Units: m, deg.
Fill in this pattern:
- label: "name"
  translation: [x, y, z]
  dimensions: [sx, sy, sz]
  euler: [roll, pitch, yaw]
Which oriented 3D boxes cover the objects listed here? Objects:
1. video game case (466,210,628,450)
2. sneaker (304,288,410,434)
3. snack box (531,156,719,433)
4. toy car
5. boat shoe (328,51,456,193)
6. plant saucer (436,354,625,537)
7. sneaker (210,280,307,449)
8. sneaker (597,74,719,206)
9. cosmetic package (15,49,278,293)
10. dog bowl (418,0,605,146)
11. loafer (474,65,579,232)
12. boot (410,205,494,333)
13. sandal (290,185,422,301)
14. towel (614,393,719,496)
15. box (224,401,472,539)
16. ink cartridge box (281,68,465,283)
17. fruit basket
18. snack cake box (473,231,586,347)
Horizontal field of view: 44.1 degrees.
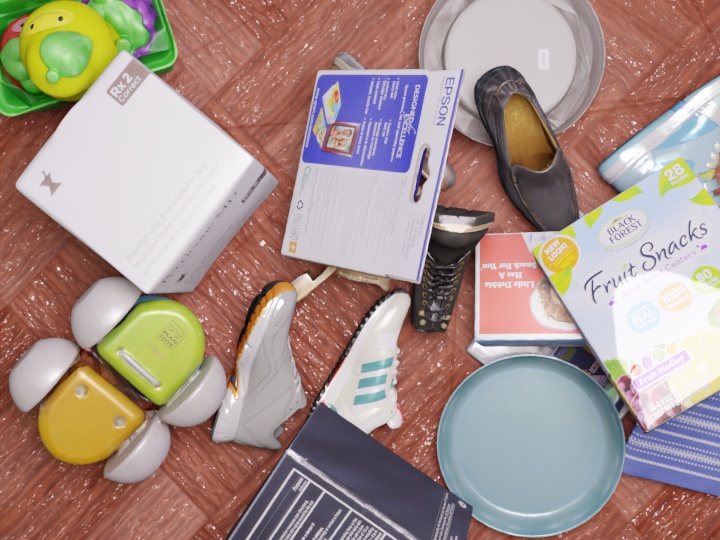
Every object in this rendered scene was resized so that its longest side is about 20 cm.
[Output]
- label: "video game case"
  translation: [0.246, 0.064, 0.980]
  dimensions: [0.182, 0.023, 0.201]
  euler: [37, 88, 2]
- label: "sneaker"
  translation: [0.017, 0.119, 0.962]
  dimensions: [0.093, 0.070, 0.201]
  euler: [31, 94, -1]
- label: "snack box"
  translation: [0.284, 0.024, 0.834]
  dimensions: [0.168, 0.068, 0.201]
  euler: [-33, 70, 7]
- label: "toy car"
  translation: [-0.246, 0.105, 0.929]
  dimensions: [0.200, 0.150, 0.175]
  euler: [-44, 105, 4]
- label: "boat shoe"
  translation: [0.025, -0.149, 0.961]
  dimensions: [0.072, 0.076, 0.200]
  euler: [-44, 68, 9]
- label: "plant saucer"
  translation: [0.182, 0.187, 0.960]
  dimensions: [0.198, 0.027, 0.202]
  euler: [1, 96, 8]
- label: "sneaker"
  translation: [-0.092, 0.105, 0.953]
  dimensions: [0.091, 0.076, 0.201]
  euler: [17, 113, -11]
- label: "sneaker"
  translation: [0.371, -0.122, 0.957]
  dimensions: [0.200, 0.080, 0.131]
  euler: [-37, 86, 10]
- label: "cosmetic package"
  translation: [-0.204, -0.089, 0.905]
  dimensions: [0.165, 0.200, 0.165]
  euler: [39, 91, 1]
- label: "dog bowl"
  translation: [0.162, -0.229, 0.973]
  dimensions: [0.198, 0.059, 0.202]
  euler: [0, 89, 1]
- label: "loafer"
  translation: [0.177, -0.110, 0.915]
  dimensions: [0.072, 0.072, 0.201]
  euler: [-30, 113, 7]
- label: "boot"
  translation: [0.086, 0.005, 0.899]
  dimensions: [0.077, 0.200, 0.140]
  euler: [9, 92, 4]
- label: "sandal"
  translation: [0.001, -0.001, 0.966]
  dimensions: [0.211, 0.078, 0.070]
  euler: [-37, 92, 8]
- label: "towel"
  translation: [0.364, 0.150, 0.920]
  dimensions: [0.144, 0.024, 0.201]
  euler: [13, 120, -4]
- label: "box"
  translation: [-0.023, 0.280, 0.903]
  dimensions: [0.198, 0.123, 0.201]
  euler: [34, 111, 2]
- label: "ink cartridge box"
  translation: [0.016, -0.095, 0.869]
  dimensions: [0.199, 0.047, 0.199]
  euler: [12, 90, 42]
- label: "fruit basket"
  translation: [-0.298, -0.241, 0.915]
  dimensions: [0.214, 0.216, 0.157]
  euler: [-17, 88, 1]
- label: "snack cake box"
  translation: [0.220, 0.021, 0.923]
  dimensions: [0.198, 0.067, 0.116]
  euler: [-1, 79, 15]
